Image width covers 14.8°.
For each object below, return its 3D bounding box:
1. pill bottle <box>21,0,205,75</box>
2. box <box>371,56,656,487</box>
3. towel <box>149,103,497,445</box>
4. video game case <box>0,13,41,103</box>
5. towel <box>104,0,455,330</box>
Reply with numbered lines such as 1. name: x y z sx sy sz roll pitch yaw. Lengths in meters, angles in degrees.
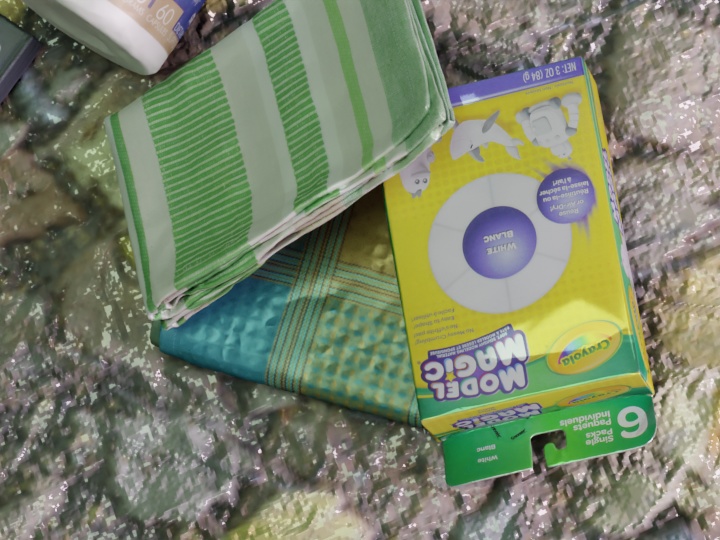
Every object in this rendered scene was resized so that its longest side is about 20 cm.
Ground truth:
1. pill bottle: -0.104 -0.216 1.497 0.111 0.111 0.200 30 84 23
2. box: 0.077 0.002 1.390 0.117 0.048 0.200 -14 71 11
3. towel: 0.000 0.000 1.448 0.200 0.022 0.147 15 78 19
4. video game case: -0.297 -0.122 1.575 0.200 0.019 0.143 34 85 22
5. towel: -0.047 -0.077 1.441 0.200 0.023 0.153 -34 49 23
